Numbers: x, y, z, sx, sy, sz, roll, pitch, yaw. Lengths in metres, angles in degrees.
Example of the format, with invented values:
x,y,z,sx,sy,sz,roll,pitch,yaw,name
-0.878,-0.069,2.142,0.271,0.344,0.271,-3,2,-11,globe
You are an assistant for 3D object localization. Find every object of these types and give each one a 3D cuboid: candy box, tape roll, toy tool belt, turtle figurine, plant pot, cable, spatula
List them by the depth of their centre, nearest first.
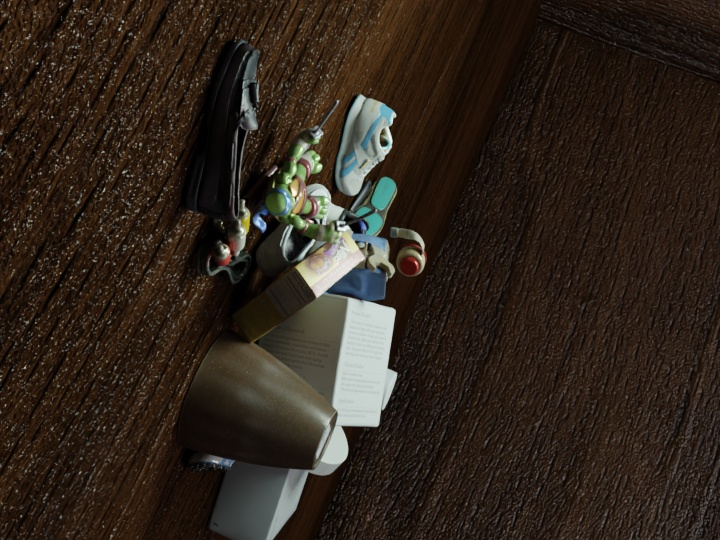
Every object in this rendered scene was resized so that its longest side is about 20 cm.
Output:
x,y,z,sx,sy,sz,roll,pitch,yaw,name
-0.168,-0.012,1.313,0.201,0.050,0.098,85,29,-66,cable
-0.054,-0.116,1.389,0.200,0.144,0.194,-43,-173,8,turtle figurine
-0.092,0.025,1.459,0.116,0.057,0.199,-39,-176,-41,candy box
-0.141,0.214,1.501,0.187,0.198,0.189,22,90,-80,plant pot
0.000,0.000,1.583,0.123,0.197,0.126,-71,166,-58,toy tool belt
-0.107,0.284,1.842,0.037,0.203,0.203,-45,178,18,tape roll
-0.020,-0.104,2.001,0.057,0.020,0.202,71,36,-52,spatula

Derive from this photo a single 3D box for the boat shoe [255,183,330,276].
x,y,z,sx,sy,sz,roll,pitch,yaw,name
-0.087,-0.069,1.534,0.073,0.068,0.200,60,42,-18,boat shoe

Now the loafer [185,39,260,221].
x,y,z,sx,sy,sz,roll,pitch,yaw,name
-0.140,-0.154,1.136,0.072,0.062,0.203,-35,145,-73,loafer

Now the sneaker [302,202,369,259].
x,y,z,sx,sy,sz,roll,pitch,yaw,name
-0.046,-0.053,1.701,0.200,0.114,0.081,88,27,-66,sneaker

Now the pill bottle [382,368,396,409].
x,y,z,sx,sy,sz,roll,pitch,yaw,name
-0.029,0.213,2.092,0.111,0.198,0.112,21,90,-80,pill bottle

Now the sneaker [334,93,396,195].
x,y,z,sx,sy,sz,roll,pitch,yaw,name
0.008,-0.207,1.771,0.077,0.080,0.202,-61,168,-45,sneaker

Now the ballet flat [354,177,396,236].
x,y,z,sx,sy,sz,roll,pitch,yaw,name
0.019,-0.112,2.092,0.071,0.070,0.201,100,15,-49,ballet flat

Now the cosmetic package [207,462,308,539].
x,y,z,sx,sy,sz,roll,pitch,yaw,name
-0.175,0.384,1.899,0.200,0.121,0.202,-33,143,-71,cosmetic package

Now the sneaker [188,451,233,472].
x,y,z,sx,sy,sz,roll,pitch,yaw,name
-0.223,0.281,1.613,0.200,0.071,0.074,0,87,-76,sneaker

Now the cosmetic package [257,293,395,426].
x,y,z,sx,sy,sz,roll,pitch,yaw,name
-0.060,0.143,1.651,0.167,0.164,0.203,17,81,-59,cosmetic package
